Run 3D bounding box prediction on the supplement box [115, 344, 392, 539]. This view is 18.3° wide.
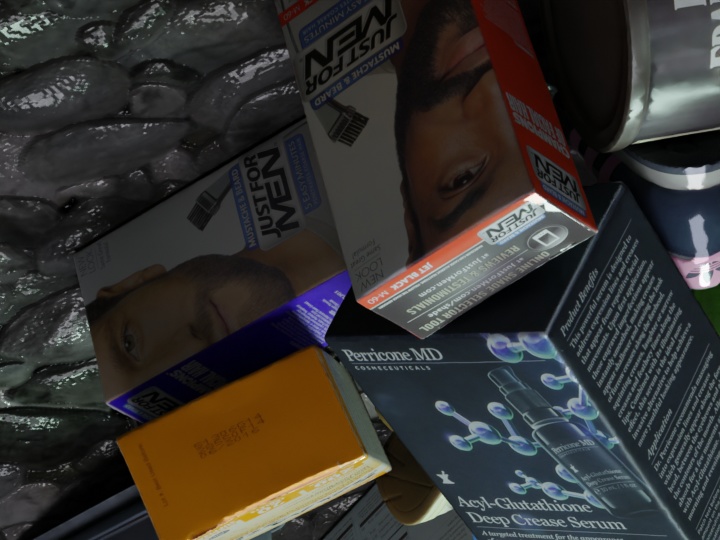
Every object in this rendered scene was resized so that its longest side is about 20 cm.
[{"bbox_3d":[-0.056,0.109,1.306,0.126,0.074,0.200,-26,172,2],"label":"supplement box"}]

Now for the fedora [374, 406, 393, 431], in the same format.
[{"bbox_3d":[0.091,0.039,1.448,0.200,0.082,0.201,-12,148,-8],"label":"fedora"}]

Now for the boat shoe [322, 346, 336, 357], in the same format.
[{"bbox_3d":[0.000,0.000,1.341,0.200,0.072,0.060,-35,179,21],"label":"boat shoe"}]

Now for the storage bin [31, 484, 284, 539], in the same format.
[{"bbox_3d":[-0.136,0.242,1.574,0.145,0.135,0.200,13,151,-39],"label":"storage bin"}]

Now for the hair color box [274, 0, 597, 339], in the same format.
[{"bbox_3d":[0.034,-0.081,1.124,0.111,0.200,0.064,-32,144,23],"label":"hair color box"}]

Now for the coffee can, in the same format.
[{"bbox_3d":[0.207,-0.149,1.151,0.200,0.147,0.146,-10,148,-11],"label":"coffee can"}]

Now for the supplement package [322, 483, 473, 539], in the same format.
[{"bbox_3d":[0.086,0.212,1.688,0.156,0.111,0.200,6,142,-32],"label":"supplement package"}]

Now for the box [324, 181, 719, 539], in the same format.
[{"bbox_3d":[0.105,0.061,1.192,0.148,0.107,0.200,-3,135,42],"label":"box"}]

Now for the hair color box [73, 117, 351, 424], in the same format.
[{"bbox_3d":[-0.063,-0.002,1.290,0.200,0.109,0.065,-30,146,20],"label":"hair color box"}]

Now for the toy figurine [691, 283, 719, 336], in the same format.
[{"bbox_3d":[0.249,-0.015,1.165,0.200,0.150,0.184,-31,169,14],"label":"toy figurine"}]

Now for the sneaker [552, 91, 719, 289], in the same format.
[{"bbox_3d":[0.153,-0.051,1.234,0.070,0.200,0.082,-10,110,-6],"label":"sneaker"}]

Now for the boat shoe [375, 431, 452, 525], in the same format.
[{"bbox_3d":[0.082,0.080,1.372,0.066,0.074,0.200,-8,149,-43],"label":"boat shoe"}]

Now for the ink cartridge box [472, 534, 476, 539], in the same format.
[{"bbox_3d":[0.191,0.173,1.380,0.145,0.200,0.084,-38,132,-32],"label":"ink cartridge box"}]

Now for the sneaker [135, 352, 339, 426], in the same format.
[{"bbox_3d":[-0.068,0.083,1.470,0.200,0.060,0.104,-27,148,24],"label":"sneaker"}]
